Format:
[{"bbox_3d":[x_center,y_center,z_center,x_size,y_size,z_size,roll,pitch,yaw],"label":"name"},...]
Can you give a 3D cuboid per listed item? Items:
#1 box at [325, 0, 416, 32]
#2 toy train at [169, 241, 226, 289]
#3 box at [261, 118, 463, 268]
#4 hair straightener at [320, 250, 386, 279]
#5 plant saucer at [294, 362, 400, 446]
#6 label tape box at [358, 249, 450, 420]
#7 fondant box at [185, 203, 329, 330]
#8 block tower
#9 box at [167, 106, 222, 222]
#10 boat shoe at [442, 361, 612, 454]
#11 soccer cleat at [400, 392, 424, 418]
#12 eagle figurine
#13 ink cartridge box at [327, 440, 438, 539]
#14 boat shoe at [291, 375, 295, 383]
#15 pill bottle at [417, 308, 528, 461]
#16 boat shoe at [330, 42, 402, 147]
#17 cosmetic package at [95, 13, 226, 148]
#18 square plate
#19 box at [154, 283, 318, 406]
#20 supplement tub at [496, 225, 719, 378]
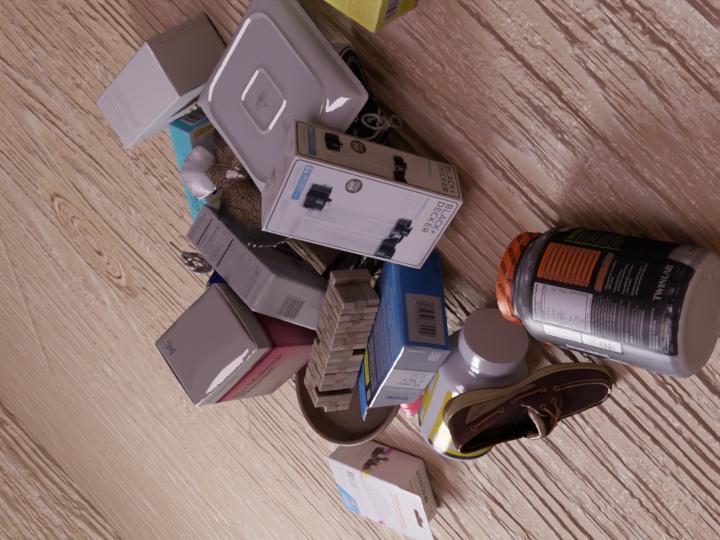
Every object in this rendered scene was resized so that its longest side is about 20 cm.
[{"bbox_3d":[-0.035,-0.325,0.894,0.199,0.075,0.050,39,142,18],"label":"box"},{"bbox_3d":[-0.217,0.016,1.354,0.199,0.085,0.116,34,161,-14],"label":"toy train"},{"bbox_3d":[0.000,-0.081,0.965,0.198,0.061,0.117,14,133,-21],"label":"box"},{"bbox_3d":[0.000,0.000,1.181,0.077,0.041,0.200,47,140,5],"label":"hair straightener"},{"bbox_3d":[-0.011,0.145,1.231,0.198,0.029,0.203,-9,75,35],"label":"plant saucer"},{"bbox_3d":[0.048,0.085,1.107,0.065,0.145,0.201,5,145,-13],"label":"label tape box"},{"bbox_3d":[-0.129,-0.003,1.181,0.200,0.144,0.059,43,104,42],"label":"fondant box"},{"bbox_3d":[-0.027,0.095,1.143,0.058,0.053,0.202,-122,37,-47],"label":"block tower"},{"bbox_3d":[-0.208,-0.131,1.247,0.049,0.082,0.202,25,137,36],"label":"box"},{"bbox_3d":[0.194,0.161,0.977,0.072,0.197,0.073,-107,7,-54],"label":"boat shoe"},{"bbox_3d":[0.023,0.142,1.260,0.199,0.066,0.077,24,117,35],"label":"soccer cleat"},{"bbox_3d":[-0.136,-0.124,1.118,0.152,0.151,0.200,41,179,-16],"label":"eagle figurine"},{"bbox_3d":[0.051,0.350,1.399,0.199,0.068,0.116,12,129,42],"label":"ink cartridge box"},{"bbox_3d":[-0.079,0.163,1.373,0.199,0.073,0.065,30,135,27],"label":"boat shoe"},{"bbox_3d":[0.141,0.140,1.076,0.112,0.112,0.201,36,142,19],"label":"pill bottle"},{"bbox_3d":[0.006,-0.160,0.994,0.067,0.074,0.202,9,121,32],"label":"boat shoe"},{"bbox_3d":[-0.267,-0.253,1.184,0.199,0.107,0.085,-24,102,52],"label":"cosmetic package"},{"bbox_3d":[-0.101,-0.195,0.987,0.199,0.028,0.200,54,129,18],"label":"square plate"},{"bbox_3d":[-0.158,0.099,1.195,0.128,0.200,0.109,-43,72,17],"label":"box"},{"bbox_3d":[0.241,0.024,0.855,0.199,0.122,0.124,14,131,41],"label":"supplement tub"}]
